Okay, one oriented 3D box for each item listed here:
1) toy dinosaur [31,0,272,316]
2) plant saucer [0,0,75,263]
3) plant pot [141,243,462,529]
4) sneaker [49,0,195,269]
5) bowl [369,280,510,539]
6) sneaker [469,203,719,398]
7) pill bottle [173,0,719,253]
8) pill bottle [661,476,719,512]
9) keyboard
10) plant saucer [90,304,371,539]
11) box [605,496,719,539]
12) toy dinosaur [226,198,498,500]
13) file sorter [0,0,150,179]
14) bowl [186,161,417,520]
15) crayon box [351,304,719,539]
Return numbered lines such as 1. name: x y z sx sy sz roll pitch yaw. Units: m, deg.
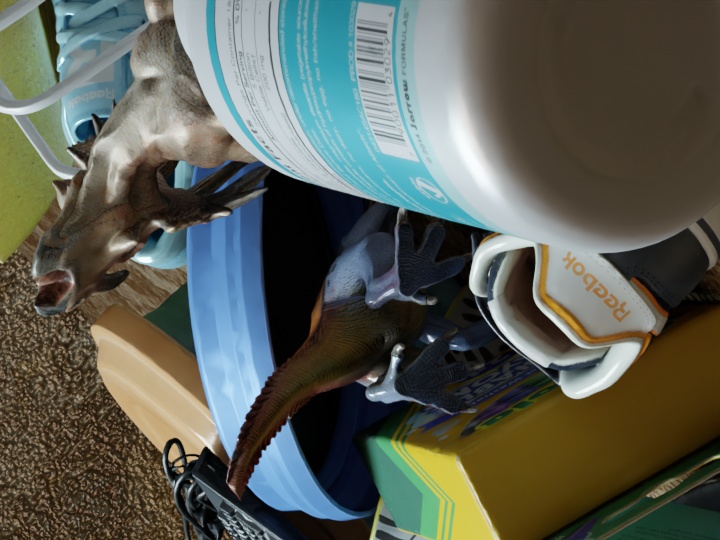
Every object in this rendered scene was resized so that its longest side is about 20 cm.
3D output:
1. toy dinosaur: -0.032 -0.065 0.956 0.136 0.200 0.086 81 175 -53
2. plant saucer: -0.171 -0.140 1.234 0.200 0.048 0.200 -104 3 -47
3. plant pot: -0.006 0.054 1.420 0.200 0.134 0.200 42 169 10
4. sneaker: -0.101 -0.096 1.169 0.200 0.074 0.082 69 -160 -8
5. bowl: 0.076 0.109 1.274 0.094 0.201 0.201 16 163 13
6. sneaker: 0.078 0.000 1.013 0.078 0.079 0.200 43 172 2
7. pill bottle: 0.022 -0.073 0.777 0.111 0.111 0.200 49 164 -29
8. pill bottle: 0.164 0.156 1.219 0.112 0.112 0.200 42 171 14
9. keyboard: -0.050 0.141 1.277 0.104 0.040 0.200 40 168 21
10. plant saucer: -0.063 0.097 1.351 0.200 0.032 0.200 41 168 11
11. box: 0.131 0.184 1.100 0.082 0.049 0.200 12 132 15
12. toy dinosaur: 0.000 0.000 1.129 0.181 0.200 0.105 -162 53 -71
13. file sorter: -0.125 -0.149 1.001 0.139 0.125 0.200 53 178 38
14. bowl: -0.024 0.012 1.197 0.039 0.201 0.201 -6 147 19
15. crayon box: 0.083 0.063 1.090 0.052 0.126 0.200 63 167 -7
